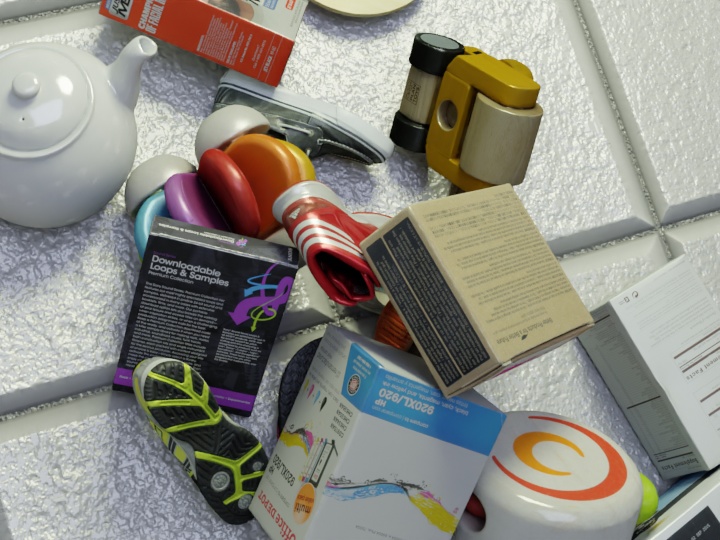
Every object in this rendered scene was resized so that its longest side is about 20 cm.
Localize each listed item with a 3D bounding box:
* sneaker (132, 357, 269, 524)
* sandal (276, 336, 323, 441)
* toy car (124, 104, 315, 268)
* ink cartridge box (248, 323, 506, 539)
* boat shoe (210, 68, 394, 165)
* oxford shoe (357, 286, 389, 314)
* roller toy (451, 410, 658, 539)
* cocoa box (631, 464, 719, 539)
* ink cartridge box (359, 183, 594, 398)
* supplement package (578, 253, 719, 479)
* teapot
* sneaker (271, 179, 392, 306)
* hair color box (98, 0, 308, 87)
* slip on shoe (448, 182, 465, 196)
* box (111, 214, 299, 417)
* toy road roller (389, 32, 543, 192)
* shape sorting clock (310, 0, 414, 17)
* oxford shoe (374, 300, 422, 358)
[{"bbox_3d":[-0.151,0.159,1.317,0.075,0.076,0.201,-35,116,-17],"label":"sneaker"},{"bbox_3d":[-0.054,0.163,1.376,0.074,0.045,0.202,12,87,-6],"label":"sandal"},{"bbox_3d":[-0.139,-0.058,1.335,0.199,0.150,0.176,-33,86,6],"label":"toy car"},{"bbox_3d":[0.012,0.181,1.275,0.144,0.147,0.201,21,95,-24],"label":"ink cartridge box"},{"bbox_3d":[-0.065,-0.145,1.445,0.199,0.072,0.071,21,79,4],"label":"boat shoe"},{"bbox_3d":[0.084,0.026,1.436,0.198,0.058,0.076,11,71,-12],"label":"oxford shoe"},{"bbox_3d":[0.170,0.237,1.321,0.199,0.141,0.182,23,29,23],"label":"roller toy"},{"bbox_3d":[0.370,0.280,1.398,0.199,0.131,0.134,-33,86,-20],"label":"cocoa box"},{"bbox_3d":[0.111,0.014,1.263,0.199,0.075,0.166,-14,72,-56],"label":"ink cartridge box"},{"bbox_3d":[0.334,0.105,1.447,0.109,0.114,0.201,-29,85,-19],"label":"supplement package"},{"bbox_3d":[-0.316,-0.145,1.317,0.196,0.146,0.201,18,71,5],"label":"teapot"},{"bbox_3d":[0.000,0.000,1.291,0.199,0.078,0.116,22,36,-45],"label":"sneaker"},{"bbox_3d":[-0.161,-0.277,1.425,0.199,0.064,0.111,21,33,-7],"label":"hair color box"},{"bbox_3d":[0.125,-0.067,1.442,0.076,0.061,0.201,36,49,-7],"label":"slip on shoe"},{"bbox_3d":[-0.150,0.048,1.305,0.142,0.201,0.036,13,37,-11],"label":"box"},{"bbox_3d":[0.137,-0.169,1.439,0.145,0.124,0.200,-6,32,-36],"label":"toy road roller"},{"bbox_3d":[-0.007,-0.374,1.529,0.198,0.039,0.202,3,74,-12],"label":"shape sorting clock"},{"bbox_3d":[0.054,0.084,1.387,0.072,0.071,0.201,21,101,-27],"label":"oxford shoe"}]
